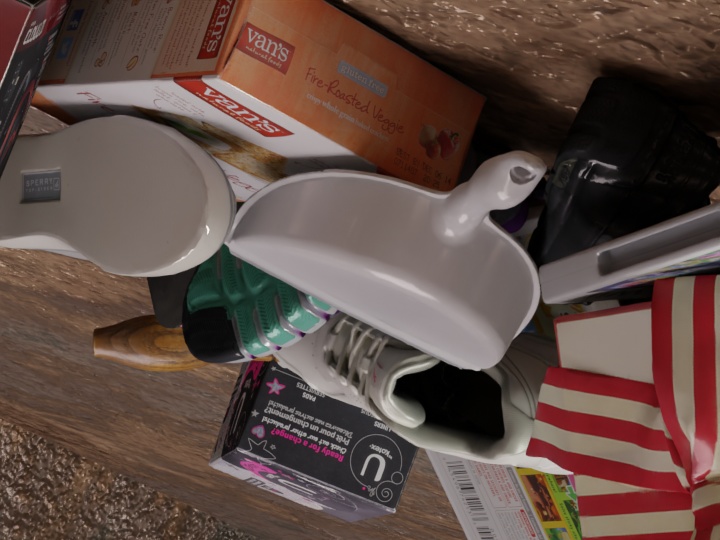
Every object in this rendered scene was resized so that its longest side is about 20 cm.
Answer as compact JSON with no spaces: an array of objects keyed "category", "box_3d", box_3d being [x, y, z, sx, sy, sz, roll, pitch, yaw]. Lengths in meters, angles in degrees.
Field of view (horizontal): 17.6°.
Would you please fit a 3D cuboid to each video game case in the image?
[{"category":"video game case","box_3d":[0.087,0.068,1.213,0.181,0.023,0.201,-11,107,54]},{"category":"video game case","box_3d":[0.172,-0.013,0.870,0.142,0.018,0.200,-4,173,-22]}]

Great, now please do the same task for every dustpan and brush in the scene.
[{"category":"dustpan and brush","box_3d":[0.031,-0.013,0.983,0.139,0.058,0.200,27,169,-12]}]

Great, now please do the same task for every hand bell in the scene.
[{"category":"hand bell","box_3d":[-0.053,0.043,1.334,0.198,0.105,0.104,0,168,-1]}]

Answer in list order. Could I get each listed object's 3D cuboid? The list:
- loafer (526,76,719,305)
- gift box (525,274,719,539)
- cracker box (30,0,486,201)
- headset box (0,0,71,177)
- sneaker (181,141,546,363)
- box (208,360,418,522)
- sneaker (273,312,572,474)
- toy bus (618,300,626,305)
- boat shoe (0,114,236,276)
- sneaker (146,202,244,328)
[{"category":"loafer","box_3d":[0.114,-0.021,0.998,0.070,0.068,0.201,27,165,7]},{"category":"gift box","box_3d":[0.179,0.093,0.922,0.186,0.186,0.199,-3,169,-43]},{"category":"cracker box","box_3d":[-0.057,-0.080,1.055,0.133,0.058,0.199,27,166,-32]},{"category":"headset box","box_3d":[-0.187,-0.064,0.990,0.075,0.201,0.149,23,-167,-4]},{"category":"sneaker","box_3d":[0.000,0.000,1.131,0.087,0.075,0.199,20,142,-39]},{"category":"box","box_3d":[-0.031,0.113,1.747,0.131,0.116,0.200,21,168,-6]},{"category":"sneaker","box_3d":[0.023,0.044,1.147,0.199,0.079,0.099,17,-171,32]},{"category":"toy bus","box_3d":[0.135,0.064,1.293,0.065,0.079,0.200,-8,153,36]},{"category":"boat shoe","box_3d":[-0.109,-0.030,1.079,0.068,0.073,0.199,3,175,-39]},{"category":"sneaker","box_3d":[-0.044,-0.031,1.255,0.086,0.081,0.200,-16,177,-33]}]
